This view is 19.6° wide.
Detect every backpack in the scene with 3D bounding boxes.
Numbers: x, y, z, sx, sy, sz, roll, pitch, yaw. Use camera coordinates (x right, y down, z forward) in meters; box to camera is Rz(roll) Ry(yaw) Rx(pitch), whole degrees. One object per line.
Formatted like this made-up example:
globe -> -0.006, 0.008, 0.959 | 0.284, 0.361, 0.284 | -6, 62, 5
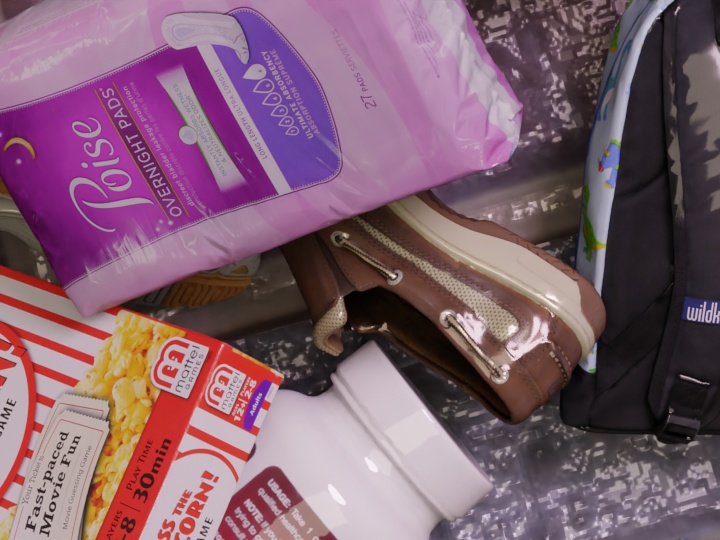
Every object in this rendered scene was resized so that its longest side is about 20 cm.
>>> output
backpack -> 0.165, -0.042, 0.901 | 0.162, 0.154, 0.201 | -1, 117, 5

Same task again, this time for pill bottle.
pill bottle -> -0.043, 0.127, 0.911 | 0.200, 0.113, 0.113 | -40, 90, 1

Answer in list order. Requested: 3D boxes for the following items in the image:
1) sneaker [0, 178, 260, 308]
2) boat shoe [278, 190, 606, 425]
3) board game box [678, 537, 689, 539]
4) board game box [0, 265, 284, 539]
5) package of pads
sneaker -> -0.133, -0.051, 0.932 | 0.199, 0.088, 0.076 | 21, 134, -19
boat shoe -> -0.001, -0.003, 0.872 | 0.202, 0.075, 0.075 | 28, 68, 20
board game box -> 0.243, 0.160, 0.890 | 0.199, 0.148, 0.065 | 2, 91, 0
board game box -> -0.144, 0.082, 0.880 | 0.199, 0.046, 0.152 | 16, 79, 39
package of pads -> -0.048, -0.071, 0.808 | 0.199, 0.076, 0.121 | -19, 110, 24
